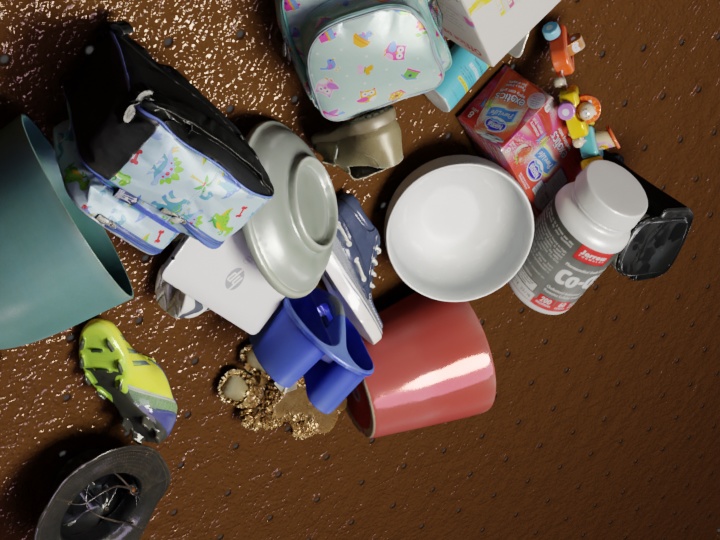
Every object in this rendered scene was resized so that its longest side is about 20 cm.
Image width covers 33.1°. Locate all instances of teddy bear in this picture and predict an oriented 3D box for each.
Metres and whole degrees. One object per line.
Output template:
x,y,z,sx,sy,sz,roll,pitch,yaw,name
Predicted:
-0.107,0.157,1.624,0.198,0.067,0.147,12,105,-41,teddy bear

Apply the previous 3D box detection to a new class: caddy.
-0.057,0.079,1.490,0.141,0.200,0.105,36,102,-27,caddy

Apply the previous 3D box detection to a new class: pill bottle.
0.285,-0.043,1.605,0.113,0.115,0.201,-10,148,-37,pill bottle

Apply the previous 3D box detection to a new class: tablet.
-0.133,-0.011,1.359,0.131,0.014,0.200,-55,145,-3,tablet

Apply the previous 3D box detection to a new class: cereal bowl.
0.125,-0.065,1.599,0.197,0.084,0.203,-3,118,-6,cereal bowl

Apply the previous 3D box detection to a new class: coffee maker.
0.379,-0.094,1.749,0.191,0.200,0.136,-28,139,-23,coffee maker

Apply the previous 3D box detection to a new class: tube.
0.156,-0.286,1.502,0.200,0.050,0.078,-49,150,-7,tube

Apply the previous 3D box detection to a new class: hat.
-0.335,0.279,1.489,0.199,0.081,0.202,-31,140,-30,hat

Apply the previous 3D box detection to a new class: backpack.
-0.197,-0.109,1.188,0.147,0.184,0.199,-45,131,14,backpack
-0.003,-0.269,1.263,0.173,0.154,0.201,-17,132,7,backpack

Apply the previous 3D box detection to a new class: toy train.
0.294,-0.225,1.583,0.055,0.152,0.201,-14,136,20,toy train

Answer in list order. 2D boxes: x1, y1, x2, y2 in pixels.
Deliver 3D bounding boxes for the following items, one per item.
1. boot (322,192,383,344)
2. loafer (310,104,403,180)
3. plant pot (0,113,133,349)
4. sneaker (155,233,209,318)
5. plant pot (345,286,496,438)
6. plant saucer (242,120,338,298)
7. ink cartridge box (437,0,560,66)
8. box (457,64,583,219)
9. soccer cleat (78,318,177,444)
0.000,0.000,1.550,0.090,0.073,0.201,-40,127,-14,boot
-0.004,-0.137,1.370,0.075,0.200,0.068,-20,95,-13,loafer
-0.335,-0.020,1.147,0.160,0.201,0.201,-30,140,-4,plant pot
-0.151,-0.039,1.396,0.129,0.079,0.202,-7,120,-49,sneaker
0.065,0.135,1.671,0.175,0.201,0.202,-20,135,-18,plant pot
-0.069,-0.072,1.361,0.050,0.203,0.200,-9,151,25,plant saucer
0.130,-0.342,1.357,0.125,0.128,0.200,-43,143,-5,ink cartridge box
0.222,-0.165,1.622,0.100,0.095,0.200,-46,143,-3,box
-0.275,0.121,1.438,0.084,0.064,0.202,-71,149,-43,soccer cleat
